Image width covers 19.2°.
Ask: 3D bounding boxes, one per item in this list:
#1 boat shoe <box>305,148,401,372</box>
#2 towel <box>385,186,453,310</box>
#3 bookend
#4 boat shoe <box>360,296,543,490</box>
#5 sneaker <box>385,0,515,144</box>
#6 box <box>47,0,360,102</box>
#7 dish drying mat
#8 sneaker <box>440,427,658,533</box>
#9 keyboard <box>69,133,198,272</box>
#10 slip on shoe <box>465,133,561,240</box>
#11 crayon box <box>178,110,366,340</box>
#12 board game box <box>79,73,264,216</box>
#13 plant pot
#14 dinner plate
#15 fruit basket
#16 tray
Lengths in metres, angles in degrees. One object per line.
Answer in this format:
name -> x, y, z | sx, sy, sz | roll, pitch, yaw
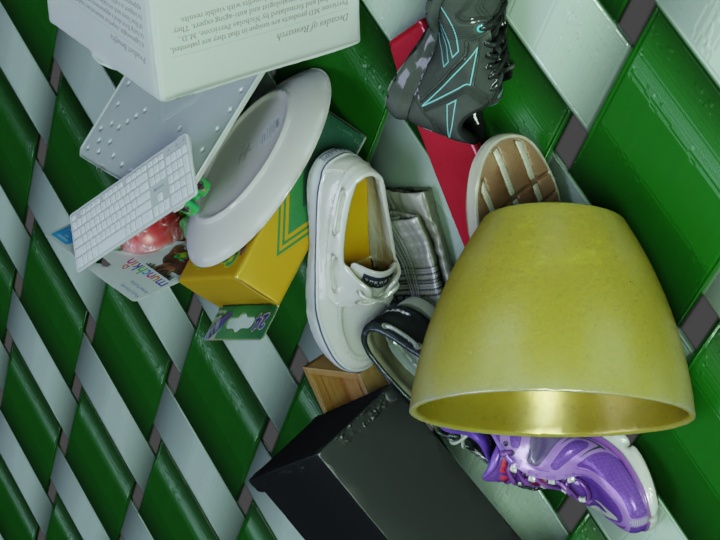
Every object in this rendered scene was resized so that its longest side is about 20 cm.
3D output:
boat shoe -> 0.000, 0.000, 1.769 | 0.070, 0.071, 0.201 | 30, 128, 50
towel -> 0.025, 0.020, 1.829 | 0.192, 0.034, 0.201 | 6, 113, 61
bookend -> 0.025, 0.214, 1.809 | 0.200, 0.092, 0.199 | 50, 157, -3
boat shoe -> 0.079, 0.110, 1.732 | 0.200, 0.060, 0.076 | 44, 135, 19
sneaker -> 0.085, -0.172, 1.566 | 0.079, 0.075, 0.200 | 36, 142, 10
box -> -0.133, -0.253, 1.749 | 0.199, 0.199, 0.131 | 36, 137, 46
dish drying mat -> 0.075, -0.097, 1.672 | 0.077, 0.018, 0.201 | -24, 87, 63
sneaker -> 0.141, 0.148, 1.629 | 0.200, 0.083, 0.081 | 31, 144, 30
keyboard -> -0.200, -0.057, 1.856 | 0.200, 0.011, 0.057 | -29, 59, 47
slip on shoe -> 0.120, -0.008, 1.600 | 0.061, 0.076, 0.201 | 30, 141, 68
crayon box -> -0.084, -0.038, 1.826 | 0.051, 0.201, 0.126 | 33, 164, -23
board game box -> -0.151, -0.159, 1.897 | 0.026, 0.201, 0.200 | 33, 178, -37
plant pot -> 0.135, 0.033, 1.496 | 0.200, 0.199, 0.143 | 153, 121, -63
dinner plate -> -0.095, -0.094, 1.825 | 0.024, 0.201, 0.200 | 34, 165, -24
fruit basket -> -0.167, -0.049, 1.956 | 0.185, 0.199, 0.094 | 33, 136, 51
tray -> 0.025, 0.168, 1.897 | 0.098, 0.037, 0.201 | 2, 121, 59
